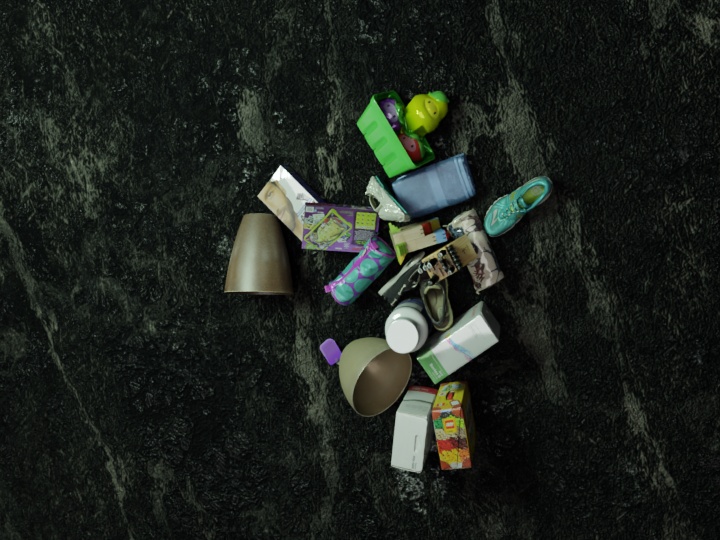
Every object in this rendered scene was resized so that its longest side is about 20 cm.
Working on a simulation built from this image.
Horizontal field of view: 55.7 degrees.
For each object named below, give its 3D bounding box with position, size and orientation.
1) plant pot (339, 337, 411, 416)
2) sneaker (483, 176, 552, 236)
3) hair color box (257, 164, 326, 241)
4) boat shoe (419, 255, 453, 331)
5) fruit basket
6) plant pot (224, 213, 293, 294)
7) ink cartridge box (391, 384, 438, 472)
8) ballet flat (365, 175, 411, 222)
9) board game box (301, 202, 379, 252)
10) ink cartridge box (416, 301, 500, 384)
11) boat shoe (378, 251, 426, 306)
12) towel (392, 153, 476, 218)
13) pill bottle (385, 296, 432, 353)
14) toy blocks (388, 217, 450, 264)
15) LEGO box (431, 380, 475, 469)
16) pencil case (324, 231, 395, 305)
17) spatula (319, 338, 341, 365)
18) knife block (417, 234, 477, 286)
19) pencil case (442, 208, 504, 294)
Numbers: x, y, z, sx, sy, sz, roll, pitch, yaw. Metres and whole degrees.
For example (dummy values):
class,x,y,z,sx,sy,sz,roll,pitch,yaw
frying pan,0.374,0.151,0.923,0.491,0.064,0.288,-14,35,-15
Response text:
class,x,y,z,sx,sy,sz,roll,pitch,yaw
plant pot,0.019,0.255,1.773,0.134,0.197,0.205,36,109,43
sneaker,0.378,-0.159,1.653,0.199,0.080,0.078,-41,88,17
hair color box,-0.164,-0.169,1.800,0.200,0.065,0.110,44,107,6
boat shoe,0.186,0.048,1.709,0.072,0.065,0.205,-21,66,12
fruit basket,0.121,-0.357,1.663,0.210,0.155,0.222,11,113,26
plant pot,-0.264,-0.042,1.801,0.181,0.187,0.207,0,85,14
ink cartridge box,0.140,0.399,1.741,0.080,0.200,0.151,8,101,13
ballet flat,0.065,-0.163,1.693,0.070,0.201,0.073,-12,127,-16
board game box,-0.051,-0.109,1.750,0.194,0.032,0.123,4,112,-8
ink cartridge box,0.248,0.177,1.706,0.199,0.145,0.088,-39,91,16
boat shoe,0.117,0.025,1.725,0.060,0.074,0.200,46,133,3
towel,0.185,-0.207,1.712,0.195,0.048,0.115,-18,94,16
pill bottle,0.121,0.140,1.704,0.108,0.200,0.115,2,100,14
toy blocks,0.145,-0.087,1.682,0.133,0.200,0.103,-17,97,1
LEGO box,0.238,0.385,1.714,0.075,0.200,0.153,-9,97,14
pencil case,0.000,0.000,1.755,0.200,0.091,0.086,-48,46,27
spatula,-0.035,0.273,1.858,0.056,0.021,0.201,-41,90,29
knife block,0.183,-0.011,1.624,0.173,0.199,0.065,-29,90,-24
pencil case,0.285,-0.045,1.697,0.088,0.078,0.204,-24,92,29
